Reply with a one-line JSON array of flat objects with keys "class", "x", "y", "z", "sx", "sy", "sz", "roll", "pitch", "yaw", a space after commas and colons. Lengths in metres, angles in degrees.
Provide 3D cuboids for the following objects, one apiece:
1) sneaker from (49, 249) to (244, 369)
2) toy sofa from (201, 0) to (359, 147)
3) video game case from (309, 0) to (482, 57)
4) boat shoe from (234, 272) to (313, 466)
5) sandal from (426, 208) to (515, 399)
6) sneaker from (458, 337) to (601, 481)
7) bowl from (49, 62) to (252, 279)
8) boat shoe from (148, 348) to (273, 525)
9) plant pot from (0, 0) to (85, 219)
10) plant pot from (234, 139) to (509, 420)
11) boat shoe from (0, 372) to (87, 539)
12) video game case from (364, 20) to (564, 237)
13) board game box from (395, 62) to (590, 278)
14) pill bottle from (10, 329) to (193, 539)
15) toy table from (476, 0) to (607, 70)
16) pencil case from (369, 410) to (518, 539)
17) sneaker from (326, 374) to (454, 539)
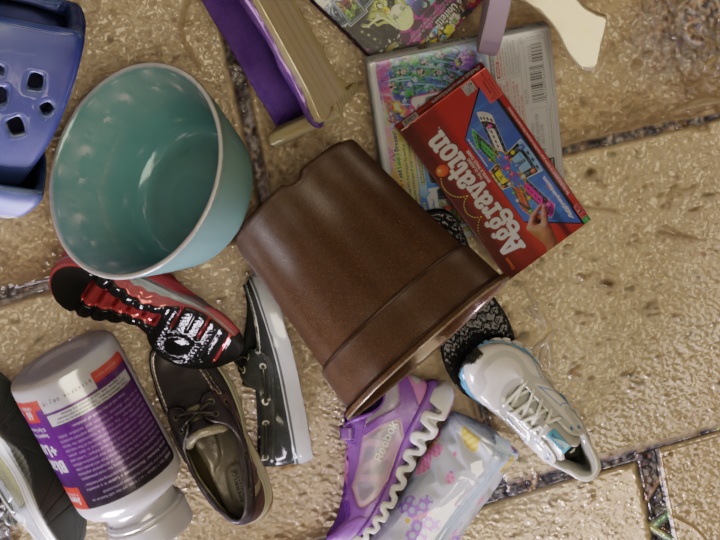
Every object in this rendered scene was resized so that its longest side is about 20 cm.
[{"class": "sneaker", "x": -0.194, "y": 0.019, "z": 1.699, "sx": 0.200, "sy": 0.087, "sz": 0.074, "roll": 28, "pitch": 129, "yaw": -18}, {"class": "toy sofa", "x": -0.093, "y": -0.217, "z": 1.650, "sx": 0.083, "sy": 0.098, "sz": 0.201, "roll": -21, "pitch": 108, "yaw": 30}, {"class": "video game case", "x": 0.041, "y": -0.307, "z": 1.700, "sx": 0.181, "sy": 0.036, "sz": 0.200, "roll": 42, "pitch": 91, "yaw": -16}, {"class": "boat shoe", "x": -0.091, "y": 0.100, "z": 1.743, "sx": 0.056, "sy": 0.069, "sz": 0.201, "roll": -13, "pitch": 105, "yaw": -7}, {"class": "sandal", "x": 0.099, "y": 0.030, "z": 1.776, "sx": 0.075, "sy": 0.045, "sz": 0.201, "roll": -21, "pitch": 103, "yaw": -4}, {"class": "sneaker", "x": 0.177, "y": 0.141, "z": 1.761, "sx": 0.075, "sy": 0.087, "sz": 0.200, "roll": -46, "pitch": 124, "yaw": 6}, {"class": "bowl", "x": -0.177, "y": -0.080, "z": 1.643, "sx": 0.105, "sy": 0.200, "sz": 0.201, "roll": 21, "pitch": 99, "yaw": -54}, {"class": "boat shoe", "x": -0.146, "y": 0.154, "z": 1.722, "sx": 0.072, "sy": 0.065, "sz": 0.201, "roll": -25, "pitch": 87, "yaw": 5}, {"class": "plant pot", "x": -0.355, "y": -0.157, "z": 1.579, "sx": 0.199, "sy": 0.200, "sz": 0.181, "roll": 10, "pitch": 105, "yaw": -13}, {"class": "plant pot", "x": 0.000, "y": 0.000, "z": 1.667, "sx": 0.200, "sy": 0.200, "sz": 0.198, "roll": -41, "pitch": 83, "yaw": 0}, {"class": "boat shoe", "x": -0.332, "y": 0.188, "z": 1.720, "sx": 0.065, "sy": 0.074, "sz": 0.202, "roll": -19, "pitch": 111, "yaw": 32}, {"class": "video game case", "x": 0.105, "y": -0.129, "z": 1.736, "sx": 0.181, "sy": 0.024, "sz": 0.201, "roll": -12, "pitch": 116, "yaw": -8}, {"class": "board game box", "x": 0.130, "y": -0.094, "z": 1.733, "sx": 0.103, "sy": 0.019, "sz": 0.200, "roll": -36, "pitch": 116, "yaw": 5}, {"class": "pill bottle", "x": -0.240, "y": 0.168, "z": 1.705, "sx": 0.111, "sy": 0.111, "sz": 0.201, "roll": -27, "pitch": 104, "yaw": -4}, {"class": "toy table", "x": 0.180, "y": -0.287, "z": 1.634, "sx": 0.116, "sy": 0.184, "sz": 0.201, "roll": 11, "pitch": 118, "yaw": -1}, {"class": "pencil case", "x": 0.075, "y": 0.239, "z": 1.789, "sx": 0.083, "sy": 0.091, "sz": 0.201, "roll": 32, "pitch": 93, "yaw": -15}, {"class": "sneaker", "x": 0.011, "y": 0.182, "z": 1.777, "sx": 0.088, "sy": 0.080, "sz": 0.201, "roll": 29, "pitch": 90, "yaw": -8}]
